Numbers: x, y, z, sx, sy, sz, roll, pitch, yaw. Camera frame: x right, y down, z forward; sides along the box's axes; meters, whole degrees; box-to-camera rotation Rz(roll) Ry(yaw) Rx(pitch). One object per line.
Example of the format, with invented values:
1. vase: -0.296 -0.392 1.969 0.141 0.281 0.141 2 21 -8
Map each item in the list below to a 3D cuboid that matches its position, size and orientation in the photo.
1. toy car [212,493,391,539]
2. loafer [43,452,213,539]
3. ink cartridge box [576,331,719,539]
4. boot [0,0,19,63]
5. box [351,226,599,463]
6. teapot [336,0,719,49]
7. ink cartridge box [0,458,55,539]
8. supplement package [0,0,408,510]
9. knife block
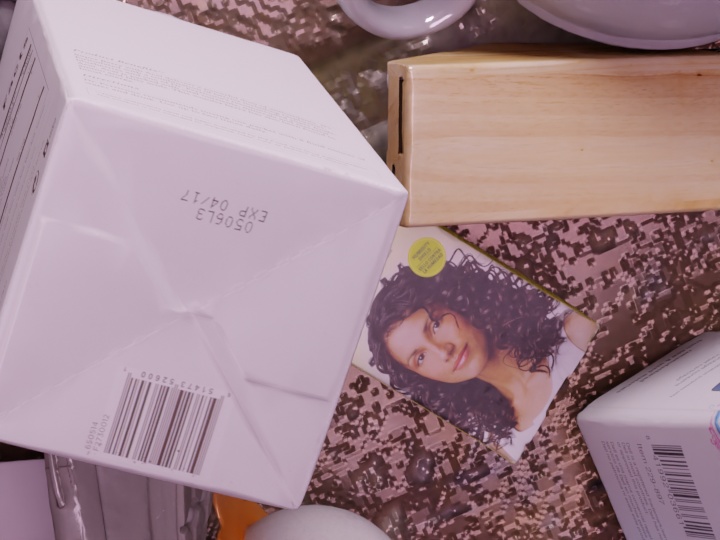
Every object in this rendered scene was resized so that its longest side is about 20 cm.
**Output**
1. toy car: -0.007 0.170 0.936 0.184 0.177 0.200 -42 89 12
2. loafer: -0.097 0.133 0.889 0.069 0.070 0.202 6 107 12
3. ink cartridge box: 0.200 0.106 0.923 0.087 0.200 0.146 -28 101 -26
4. boot: -0.191 -0.031 0.919 0.180 0.073 0.202 9 91 5
5. box: 0.000 0.000 0.961 0.199 0.050 0.076 30 94 -11
6. teapot: 0.112 -0.157 0.904 0.199 0.198 0.147 22 133 12
7. ink cartridge box: -0.212 0.143 0.911 0.198 0.067 0.117 -5 99 14
8. supplement package: -0.075 -0.017 0.811 0.120 0.200 0.121 15 105 -16
9. knife block: 0.119 -0.058 0.910 0.174 0.200 0.065 3 99 21
